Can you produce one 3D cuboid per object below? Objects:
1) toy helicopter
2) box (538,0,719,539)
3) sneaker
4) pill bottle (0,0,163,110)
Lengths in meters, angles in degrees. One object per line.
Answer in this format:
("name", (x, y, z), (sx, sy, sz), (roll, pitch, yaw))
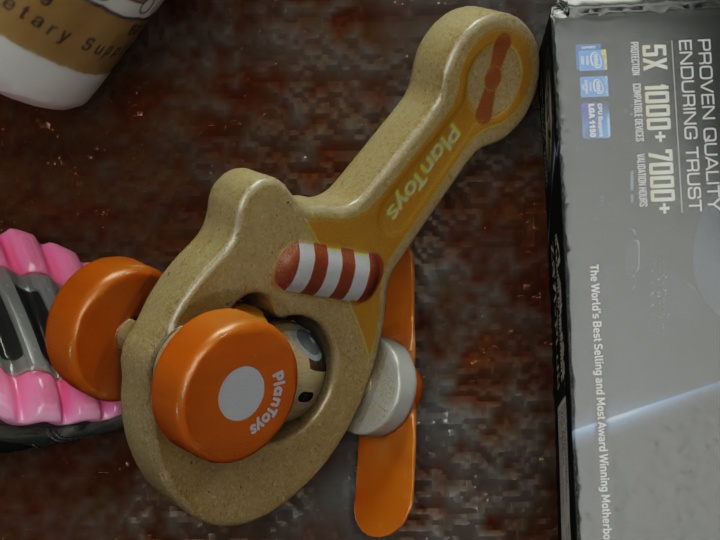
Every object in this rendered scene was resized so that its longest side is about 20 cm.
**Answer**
("toy helicopter", (0.000, 0.000, 0.839), (0.079, 0.132, 0.200), (22, 70, 47))
("box", (0.146, 0.012, 0.839), (0.164, 0.086, 0.200), (-1, 82, 0))
("sneaker", (-0.166, 0.042, 0.852), (0.200, 0.095, 0.079), (-2, 55, -21))
("pill bottle", (-0.081, -0.162, 0.828), (0.114, 0.114, 0.200), (40, 103, 6))
